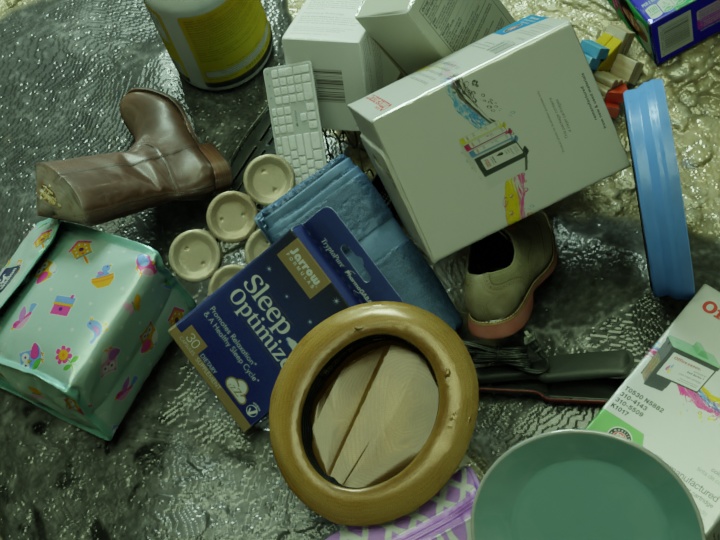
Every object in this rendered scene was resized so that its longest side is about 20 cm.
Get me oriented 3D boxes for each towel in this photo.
[{"bbox_3d":[0.000,0.000,1.723,0.111,0.049,0.200,-35,88,-3],"label":"towel"}]

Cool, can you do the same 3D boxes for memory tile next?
[{"bbox_3d":[-0.067,0.000,1.753,0.200,0.017,0.153,43,87,1],"label":"memory tile"}]

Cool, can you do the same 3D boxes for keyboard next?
[{"bbox_3d":[-0.055,-0.098,1.777,0.056,0.011,0.201,-5,96,38],"label":"keyboard"}]

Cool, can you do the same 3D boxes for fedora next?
[{"bbox_3d":[0.018,0.130,1.630,0.200,0.082,0.202,-5,73,16],"label":"fedora"}]

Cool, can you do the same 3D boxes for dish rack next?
[{"bbox_3d":[-0.038,-0.107,1.848,0.199,0.055,0.154,23,67,24],"label":"dish rack"}]

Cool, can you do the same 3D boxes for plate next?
[{"bbox_3d":[0.191,0.220,1.549,0.199,0.201,0.026,6,22,16],"label":"plate"}]

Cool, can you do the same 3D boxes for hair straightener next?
[{"bbox_3d":[0.152,0.080,1.683,0.199,0.077,0.041,4,37,20],"label":"hair straightener"}]

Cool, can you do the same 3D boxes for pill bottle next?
[{"bbox_3d":[-0.164,-0.283,1.893,0.111,0.200,0.112,-6,59,9],"label":"pill bottle"}]

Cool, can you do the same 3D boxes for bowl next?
[{"bbox_3d":[0.268,-0.071,1.668,0.039,0.201,0.201,-9,58,9],"label":"bowl"}]

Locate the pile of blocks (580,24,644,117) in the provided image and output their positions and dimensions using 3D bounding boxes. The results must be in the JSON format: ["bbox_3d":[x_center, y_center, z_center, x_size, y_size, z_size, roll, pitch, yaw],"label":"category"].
[{"bbox_3d":[0.219,-0.167,1.806,0.062,0.082,0.200,30,70,27],"label":"pile of blocks"}]

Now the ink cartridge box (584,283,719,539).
[{"bbox_3d":[0.301,0.133,1.609,0.145,0.084,0.200,33,72,27],"label":"ink cartridge box"}]

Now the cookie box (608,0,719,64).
[{"bbox_3d":[0.319,-0.334,1.886,0.171,0.075,0.200,-29,57,-4],"label":"cookie box"}]

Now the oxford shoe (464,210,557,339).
[{"bbox_3d":[0.139,-0.021,1.711,0.070,0.075,0.200,-5,31,17],"label":"oxford shoe"}]

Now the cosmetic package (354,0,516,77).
[{"bbox_3d":[0.092,-0.221,1.793,0.073,0.200,0.104,1,55,43],"label":"cosmetic package"}]

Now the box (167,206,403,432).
[{"bbox_3d":[-0.070,0.044,1.696,0.200,0.032,0.121,-39,87,22],"label":"box"}]

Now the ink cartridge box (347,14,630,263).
[{"bbox_3d":[0.113,-0.123,1.675,0.199,0.145,0.147,-26,13,-2],"label":"ink cartridge box"}]

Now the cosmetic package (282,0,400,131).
[{"bbox_3d":[-0.003,-0.237,1.848,0.084,0.108,0.200,5,38,17],"label":"cosmetic package"}]

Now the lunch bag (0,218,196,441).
[{"bbox_3d":[-0.289,0.044,1.779,0.199,0.122,0.171,21,68,31],"label":"lunch bag"}]

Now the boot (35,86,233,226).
[{"bbox_3d":[-0.254,-0.113,1.833,0.199,0.064,0.186,-18,41,-37],"label":"boot"}]

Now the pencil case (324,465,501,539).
[{"bbox_3d":[0.028,0.244,1.606,0.199,0.086,0.084,-29,66,-6],"label":"pencil case"}]
